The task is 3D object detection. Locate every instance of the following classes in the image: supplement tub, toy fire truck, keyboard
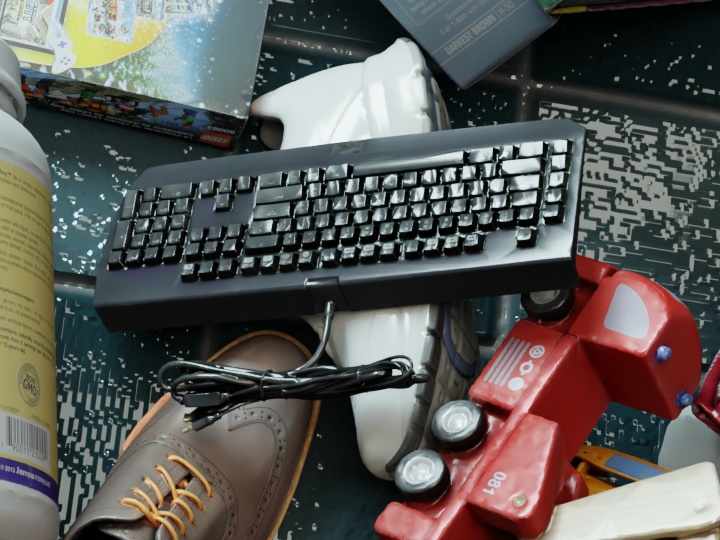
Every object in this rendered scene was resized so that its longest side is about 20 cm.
[{"bbox_3d":[-0.186,0.016,0.961,0.145,0.145,0.200,0,71,-12],"label":"supplement tub"},{"bbox_3d":[0.085,0.091,0.948,0.141,0.049,0.200,19,62,37],"label":"toy fire truck"},{"bbox_3d":[-0.012,0.000,0.996,0.200,0.021,0.127,-7,57,21],"label":"keyboard"}]

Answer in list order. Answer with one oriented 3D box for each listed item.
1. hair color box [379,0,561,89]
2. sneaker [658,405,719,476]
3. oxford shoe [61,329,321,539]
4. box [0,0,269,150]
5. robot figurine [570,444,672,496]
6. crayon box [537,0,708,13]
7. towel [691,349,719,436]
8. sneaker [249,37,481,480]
[{"bbox_3d":[0.011,-0.184,1.075,0.200,0.061,0.099,46,38,-11],"label":"hair color box"},{"bbox_3d":[0.205,0.131,1.058,0.088,0.075,0.200,-27,75,-40],"label":"sneaker"},{"bbox_3d":[-0.073,0.100,0.995,0.071,0.073,0.200,33,67,1],"label":"oxford shoe"},{"bbox_3d":[-0.101,-0.161,1.100,0.136,0.038,0.200,13,69,-9],"label":"box"},{"bbox_3d":[0.098,0.133,0.981,0.200,0.058,0.145,17,62,36],"label":"robot figurine"},{"bbox_3d":[0.113,-0.200,1.099,0.200,0.058,0.173,-12,72,-51],"label":"crayon box"},{"bbox_3d":[0.235,0.081,1.061,0.200,0.022,0.145,38,33,2],"label":"towel"},{"bbox_3d":[0.000,0.000,1.046,0.087,0.075,0.200,-12,54,9],"label":"sneaker"}]
